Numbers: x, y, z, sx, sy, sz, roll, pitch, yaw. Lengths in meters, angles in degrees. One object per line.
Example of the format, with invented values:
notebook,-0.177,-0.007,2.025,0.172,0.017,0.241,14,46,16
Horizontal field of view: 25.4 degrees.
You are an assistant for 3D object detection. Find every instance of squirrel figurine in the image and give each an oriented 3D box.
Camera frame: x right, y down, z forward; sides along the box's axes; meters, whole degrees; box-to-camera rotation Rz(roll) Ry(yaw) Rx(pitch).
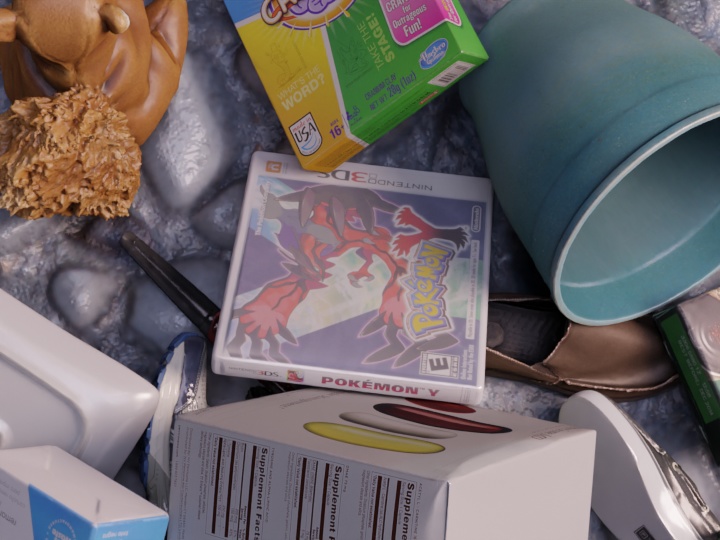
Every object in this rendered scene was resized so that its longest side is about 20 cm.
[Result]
squirrel figurine,-0.193,-0.132,1.093,0.141,0.187,0.201,3,80,-5

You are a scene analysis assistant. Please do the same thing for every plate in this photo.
plate,-0.266,0.114,1.083,0.199,0.032,0.201,32,105,1

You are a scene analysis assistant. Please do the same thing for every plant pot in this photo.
plant pot,0.169,-0.099,1.113,0.199,0.200,0.188,-29,58,-9

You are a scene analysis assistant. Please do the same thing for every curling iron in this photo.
curling iron,-0.103,0.043,1.145,0.026,0.050,0.200,-45,78,16

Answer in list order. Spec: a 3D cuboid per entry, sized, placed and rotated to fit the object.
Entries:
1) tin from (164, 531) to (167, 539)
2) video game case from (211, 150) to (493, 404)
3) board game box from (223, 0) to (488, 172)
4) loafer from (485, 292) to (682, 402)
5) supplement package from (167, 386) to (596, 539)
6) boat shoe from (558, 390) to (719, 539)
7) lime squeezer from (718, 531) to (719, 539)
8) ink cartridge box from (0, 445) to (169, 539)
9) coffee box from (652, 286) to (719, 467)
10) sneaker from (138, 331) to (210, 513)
tin,-0.187,0.242,1.067,0.112,0.042,0.200,38,105,6
video game case,0.000,0.000,1.115,0.181,0.023,0.201,7,48,0
board game box,-0.017,-0.195,1.140,0.153,0.040,0.201,-34,72,27
loafer,0.150,0.054,1.151,0.199,0.071,0.074,3,80,-5
supplement package,0.014,0.165,1.003,0.199,0.191,0.148,9,99,33
boat shoe,0.215,0.169,1.148,0.056,0.069,0.201,-28,82,-40
lime squeezer,0.273,0.204,1.103,0.071,0.038,0.200,50,48,-5
ink cartridge box,-0.203,0.225,1.000,0.115,0.067,0.201,22,102,35
coffee box,0.321,0.051,1.158,0.199,0.044,0.124,-18,81,-24
sneaker,-0.113,0.145,1.119,0.085,0.077,0.201,4,89,-11
